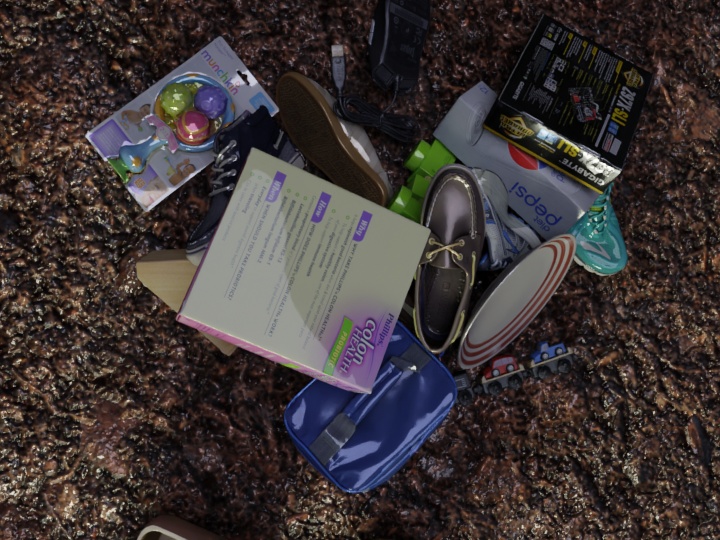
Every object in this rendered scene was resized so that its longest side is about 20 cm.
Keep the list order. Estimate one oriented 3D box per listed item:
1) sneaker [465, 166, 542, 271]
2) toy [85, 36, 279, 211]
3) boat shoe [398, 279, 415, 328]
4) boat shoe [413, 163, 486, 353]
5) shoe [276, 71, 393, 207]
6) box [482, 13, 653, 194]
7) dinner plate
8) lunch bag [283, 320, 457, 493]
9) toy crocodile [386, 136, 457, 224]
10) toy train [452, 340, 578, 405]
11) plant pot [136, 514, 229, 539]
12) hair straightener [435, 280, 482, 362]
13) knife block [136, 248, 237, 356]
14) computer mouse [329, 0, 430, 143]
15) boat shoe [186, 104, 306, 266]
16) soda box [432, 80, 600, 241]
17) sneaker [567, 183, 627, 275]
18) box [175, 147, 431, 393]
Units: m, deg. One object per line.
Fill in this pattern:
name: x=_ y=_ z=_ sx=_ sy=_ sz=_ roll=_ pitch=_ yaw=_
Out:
sneaker: x=0.148 y=-0.031 z=0.952 sx=0.200 sy=0.077 sz=0.085 roll=45 pitch=61 yaw=-41
toy: x=-0.207 y=-0.175 z=0.940 sx=0.200 sy=0.047 sz=0.115 roll=-39 pitch=91 yaw=-5
boat shoe: x=0.002 y=-0.002 z=0.969 sx=0.202 sy=0.075 sz=0.075 roll=48 pitch=117 yaw=1
boat shoe: x=0.092 y=-0.010 z=0.860 sx=0.071 sy=0.060 sz=0.201 roll=9 pitch=111 yaw=8
shoe: x=-0.029 y=-0.153 z=0.975 sx=0.200 sy=0.070 sz=0.053 roll=54 pitch=38 yaw=0
box: x=0.250 y=-0.203 z=0.961 sx=0.159 sy=0.049 sz=0.200 roll=30 pitch=52 yaw=0
dinner plate: x=0.178 y=0.033 z=0.947 sx=0.200 sy=0.200 sz=0.024 roll=-43 pitch=65 yaw=-8
lunch bag: x=0.019 y=0.152 z=0.920 sx=0.136 sy=0.132 sz=0.200 roll=44 pitch=82 yaw=11
toy crocodile: x=0.071 y=-0.090 z=0.962 sx=0.067 sy=0.062 sz=0.201 roll=32 pitch=54 yaw=-10
toy train: x=0.177 y=0.128 z=1.014 sx=0.199 sy=0.034 sz=0.046 roll=-16 pitch=81 yaw=-9
plant pot: x=-0.178 y=0.376 z=0.875 sx=0.199 sy=0.177 sz=0.200 roll=27 pitch=85 yaw=-9
hair straightener: x=0.111 y=0.018 z=1.000 sx=0.077 sy=0.041 sz=0.201 roll=-12 pitch=86 yaw=4
knife block: x=-0.125 y=-0.001 z=0.922 sx=0.200 sy=0.064 sz=0.176 roll=41 pitch=102 yaw=-6
computer mouse: x=0.016 y=-0.259 z=0.964 sx=0.140 sy=0.046 sz=0.201 roll=5 pitch=89 yaw=-39
boat shoe: x=-0.146 y=-0.100 z=0.902 sx=0.093 sy=0.074 sz=0.200 roll=56 pitch=47 yaw=-26
soda box: x=0.186 y=-0.130 z=0.969 sx=0.200 sy=0.068 sz=0.063 roll=44 pitch=46 yaw=5
sneaker: x=0.280 y=-0.086 z=1.009 sx=0.077 sy=0.080 sz=0.201 roll=-24 pitch=94 yaw=-10
box: x=-0.059 y=0.005 z=0.820 sx=0.199 sy=0.097 sz=0.177 roll=23 pitch=78 yaw=-11
